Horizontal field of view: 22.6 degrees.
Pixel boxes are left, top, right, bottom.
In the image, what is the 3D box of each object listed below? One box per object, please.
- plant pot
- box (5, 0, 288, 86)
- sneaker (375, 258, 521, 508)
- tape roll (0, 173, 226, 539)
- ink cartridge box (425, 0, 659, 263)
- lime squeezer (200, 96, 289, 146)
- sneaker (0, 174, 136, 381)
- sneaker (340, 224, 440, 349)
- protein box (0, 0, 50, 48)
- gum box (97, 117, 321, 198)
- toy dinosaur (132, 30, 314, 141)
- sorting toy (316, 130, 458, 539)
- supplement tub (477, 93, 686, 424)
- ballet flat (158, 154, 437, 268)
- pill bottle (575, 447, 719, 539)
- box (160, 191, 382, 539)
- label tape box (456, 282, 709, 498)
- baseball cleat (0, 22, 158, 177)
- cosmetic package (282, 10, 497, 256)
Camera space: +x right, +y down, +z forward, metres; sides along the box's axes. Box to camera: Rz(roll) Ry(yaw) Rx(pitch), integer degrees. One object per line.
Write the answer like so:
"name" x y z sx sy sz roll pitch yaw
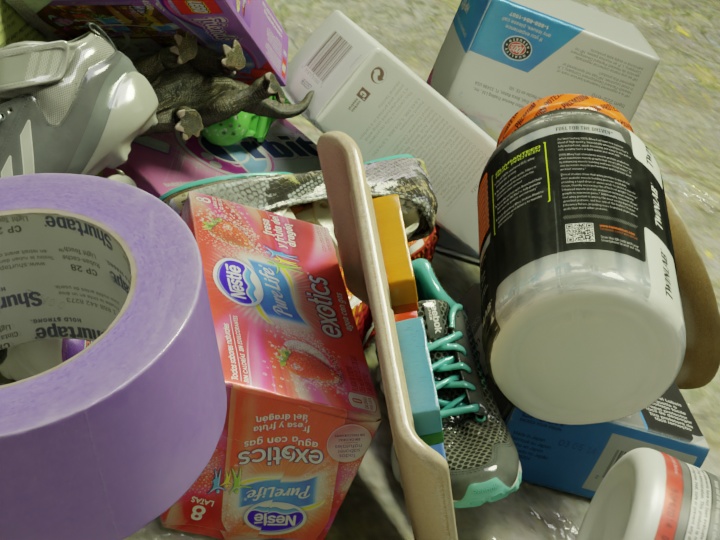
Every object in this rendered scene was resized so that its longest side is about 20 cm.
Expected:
"plant pot" 0.186 -0.001 1.283 0.027 0.201 0.200 -26 47 -17
"box" -0.130 -0.161 1.151 0.135 0.040 0.200 1 -10 9
"sneaker" 0.043 0.065 1.093 0.077 0.092 0.200 -15 32 -7
"tape roll" -0.167 0.045 0.867 0.197 0.086 0.201 -4 38 3
"ink cartridge box" 0.117 -0.109 1.383 0.143 0.202 0.085 17 22 -16
"lime squeezer" -0.089 -0.106 1.235 0.070 0.038 0.199 5 10 40
"sneaker" -0.157 0.019 1.064 0.083 0.081 0.201 36 29 -16
"sneaker" 0.000 0.000 1.221 0.076 0.074 0.200 22 21 18
"protein box" -0.272 -0.176 1.114 0.133 0.202 0.199 2 23 10
"gum box" -0.102 -0.059 1.240 0.199 0.067 0.113 -7 41 -48
"toy dinosaur" -0.114 -0.113 1.135 0.102 0.078 0.199 -2 18 45
"sorting toy" 0.023 0.049 0.973 0.036 0.186 0.202 -14 61 -2
"supplement tub" 0.134 -0.013 1.122 0.121 0.123 0.201 18 40 -13
"ballet flat" -0.033 -0.030 1.141 0.198 0.073 0.072 -10 40 -29
"pill bottle" 0.223 0.187 1.009 0.198 0.117 0.116 23 25 -5
"box" -0.063 0.055 1.023 0.094 0.103 0.201 14 29 -19
"label tape box" 0.133 0.067 1.217 0.143 0.064 0.201 16 27 -19
"baseball cleat" -0.208 -0.059 1.022 0.107 0.200 0.070 49 -21 -17
"cosmetic package" 0.043 -0.088 1.264 0.200 0.074 0.102 38 7 -28
